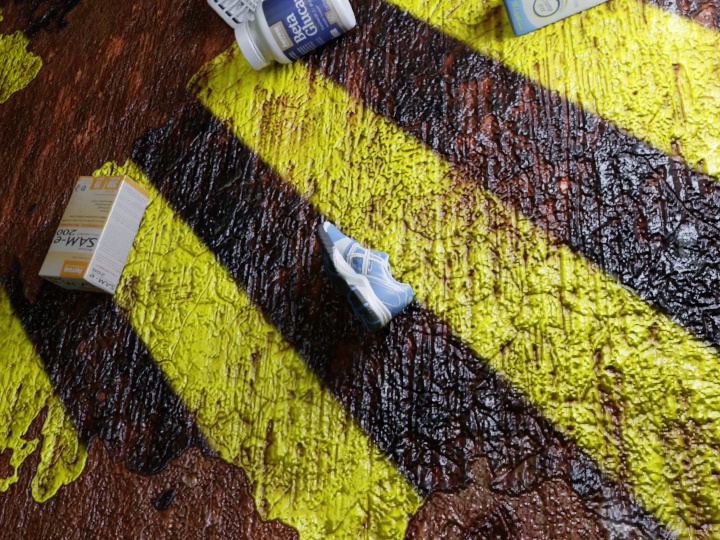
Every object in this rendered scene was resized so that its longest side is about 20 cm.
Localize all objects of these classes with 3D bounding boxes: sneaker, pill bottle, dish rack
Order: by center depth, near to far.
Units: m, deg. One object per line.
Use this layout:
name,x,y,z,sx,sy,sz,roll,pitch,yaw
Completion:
sneaker,0.000,0.000,0.964,0.076,0.076,0.201,-27,54,-14
pill bottle,-0.118,-0.435,1.203,0.198,0.111,0.112,-24,57,15
dish rack,-0.194,-0.557,1.344,0.200,0.044,0.172,-43,54,2

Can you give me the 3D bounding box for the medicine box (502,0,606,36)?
medicine box,0.284,-0.464,0.969,0.197,0.182,0.104,-17,60,19

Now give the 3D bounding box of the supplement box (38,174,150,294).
supplement box,-0.474,-0.066,1.226,0.124,0.074,0.203,2,68,28
